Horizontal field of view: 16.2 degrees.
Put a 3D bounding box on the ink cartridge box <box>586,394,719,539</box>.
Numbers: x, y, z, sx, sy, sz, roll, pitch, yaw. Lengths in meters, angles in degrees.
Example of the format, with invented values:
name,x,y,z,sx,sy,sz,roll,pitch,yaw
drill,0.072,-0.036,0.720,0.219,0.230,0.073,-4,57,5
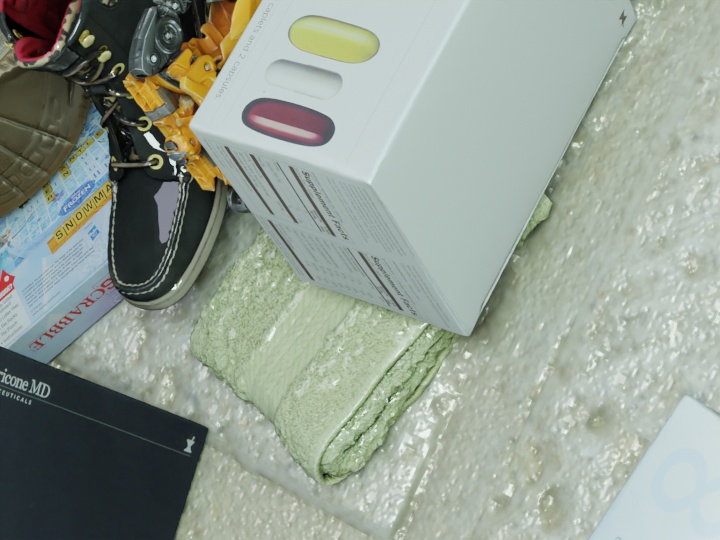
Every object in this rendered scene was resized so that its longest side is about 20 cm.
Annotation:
name,x,y,z,sx,sy,sz,roll,pitch,yaw
ink cartridge box,0.182,0.177,1.163,0.200,0.047,0.161,38,96,39

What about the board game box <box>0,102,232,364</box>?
name,x,y,z,sx,sy,sz,roll,pitch,yaw
board game box,-0.166,-0.080,1.491,0.200,0.041,0.200,-38,57,16

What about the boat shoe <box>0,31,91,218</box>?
name,x,y,z,sx,sy,sz,roll,pitch,yaw
boat shoe,-0.187,-0.114,1.456,0.201,0.072,0.065,-57,18,9

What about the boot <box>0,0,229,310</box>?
name,x,y,z,sx,sy,sz,roll,pitch,yaw
boot,-0.131,-0.093,1.354,0.073,0.150,0.202,3,75,33

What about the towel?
name,x,y,z,sx,sy,sz,roll,pitch,yaw
towel,0.000,0.000,1.356,0.201,0.036,0.148,-53,53,7

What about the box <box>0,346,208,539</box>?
name,x,y,z,sx,sy,sz,roll,pitch,yaw
box,-0.200,0.138,1.341,0.104,0.200,0.184,12,80,37

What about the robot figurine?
name,x,y,z,sx,sy,sz,roll,pitch,yaw
robot figurine,-0.049,-0.125,1.341,0.058,0.145,0.200,-5,39,49

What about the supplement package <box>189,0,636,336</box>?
name,x,y,z,sx,sy,sz,roll,pitch,yaw
supplement package,0.032,-0.100,1.261,0.110,0.156,0.201,18,70,30
